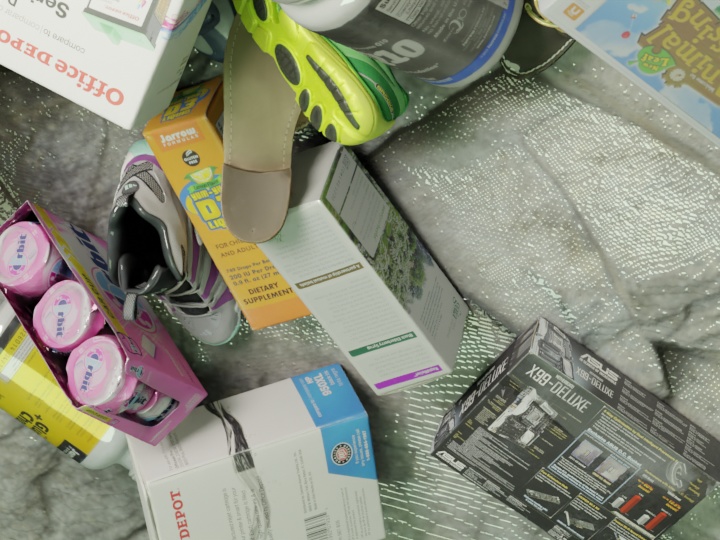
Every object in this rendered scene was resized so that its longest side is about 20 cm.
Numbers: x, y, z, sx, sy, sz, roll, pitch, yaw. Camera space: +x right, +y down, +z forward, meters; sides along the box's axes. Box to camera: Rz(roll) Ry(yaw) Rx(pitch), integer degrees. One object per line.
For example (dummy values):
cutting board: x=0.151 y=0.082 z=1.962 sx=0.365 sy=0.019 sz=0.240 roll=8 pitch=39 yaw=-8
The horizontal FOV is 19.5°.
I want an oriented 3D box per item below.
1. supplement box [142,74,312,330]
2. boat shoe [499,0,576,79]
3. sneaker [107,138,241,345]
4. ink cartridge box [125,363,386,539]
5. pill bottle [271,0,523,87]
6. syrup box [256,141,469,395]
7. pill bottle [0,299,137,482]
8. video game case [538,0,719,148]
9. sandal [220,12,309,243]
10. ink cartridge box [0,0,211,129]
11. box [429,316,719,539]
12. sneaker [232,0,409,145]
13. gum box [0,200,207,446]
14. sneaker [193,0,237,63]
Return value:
supplement box: x=-0.098 y=-0.053 z=1.694 sx=0.066 sy=0.069 sz=0.201 roll=-15 pitch=117 yaw=26
boat shoe: x=0.145 y=-0.208 z=1.486 sx=0.071 sy=0.061 sz=0.202 roll=28 pitch=130 yaw=-3
sneaker: x=-0.161 y=0.008 z=1.712 sx=0.077 sy=0.140 sz=0.201 roll=-9 pitch=122 yaw=21
ink cartridge box: x=-0.089 y=0.183 z=1.797 sx=0.198 sy=0.084 sz=0.146 roll=-16 pitch=126 yaw=-12
pill bottle: x=0.010 y=-0.207 z=1.445 sx=0.113 sy=0.115 sz=0.199 roll=-30 pitch=147 yaw=35
syrup box: x=0.000 y=0.000 z=1.676 sx=0.081 sy=0.079 sz=0.200 roll=-18 pitch=125 yaw=31
pill bottle: x=-0.243 y=0.103 z=1.836 sx=0.199 sy=0.112 sz=0.112 roll=36 pitch=130 yaw=-8
video game case: x=0.255 y=-0.185 z=1.447 sx=0.199 sy=0.022 sz=0.182 roll=32 pitch=126 yaw=-26
sandal: x=-0.070 y=-0.127 z=1.606 sx=0.077 sy=0.070 sz=0.214 roll=9 pitch=90 yaw=-2
ink cartridge box: x=-0.173 y=-0.221 z=1.457 sx=0.144 sy=0.084 sz=0.201 roll=27 pitch=112 yaw=5
box: x=0.181 y=0.151 z=1.756 sx=0.199 sy=0.050 sz=0.158 roll=34 pitch=130 yaw=-7
sneaker: x=-0.032 y=-0.184 z=1.546 sx=0.074 sy=0.083 sz=0.201 roll=-35 pitch=79 yaw=43
gum box: x=-0.217 y=0.047 z=1.709 sx=0.066 sy=0.200 sz=0.113 roll=-44 pitch=147 yaw=10
sneaker: x=-0.158 y=-0.222 z=1.575 sx=0.070 sy=0.082 sz=0.200 roll=-30 pitch=111 yaw=34
